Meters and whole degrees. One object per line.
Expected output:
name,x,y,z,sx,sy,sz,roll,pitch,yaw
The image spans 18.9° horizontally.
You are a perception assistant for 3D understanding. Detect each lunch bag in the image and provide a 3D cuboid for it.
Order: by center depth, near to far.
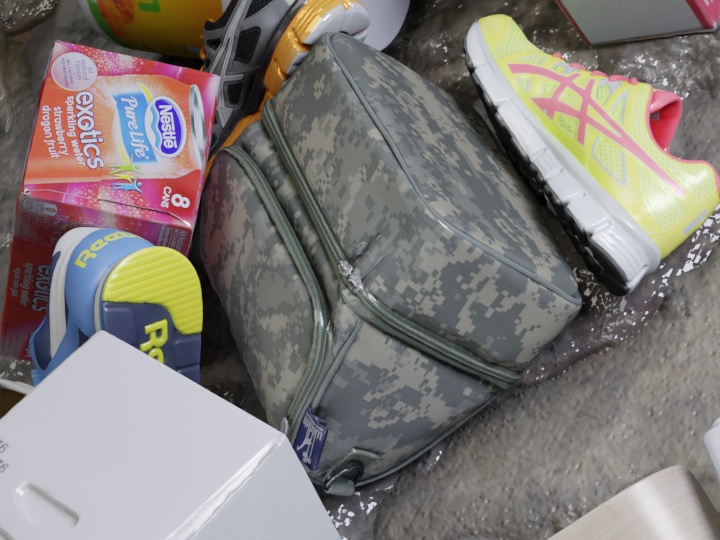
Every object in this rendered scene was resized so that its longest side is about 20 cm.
lunch bag,0.000,0.000,1.148,0.168,0.139,0.200,-49,43,20

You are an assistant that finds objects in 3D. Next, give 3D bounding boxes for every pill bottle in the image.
pill bottle,-0.071,-0.181,1.324,0.200,0.111,0.111,12,68,38

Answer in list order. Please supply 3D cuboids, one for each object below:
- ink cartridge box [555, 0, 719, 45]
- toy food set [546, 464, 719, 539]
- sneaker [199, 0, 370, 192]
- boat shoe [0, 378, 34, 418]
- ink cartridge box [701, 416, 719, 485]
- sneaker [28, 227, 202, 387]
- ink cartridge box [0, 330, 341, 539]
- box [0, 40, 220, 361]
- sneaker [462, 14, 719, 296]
ink cartridge box,0.149,-0.249,1.200,0.083,0.145,0.201,-5,58,32
toy food set,0.102,0.200,0.980,0.200,0.060,0.144,-35,73,11
sneaker,-0.061,-0.112,1.245,0.077,0.078,0.200,51,138,14
boat shoe,-0.150,0.113,1.208,0.200,0.070,0.071,30,81,39
ink cartridge box,0.253,0.129,0.918,0.146,0.086,0.200,-30,47,14
sneaker,-0.128,0.067,1.121,0.082,0.074,0.201,30,122,41
ink cartridge box,-0.094,0.162,1.031,0.147,0.200,0.145,24,60,42
box,-0.143,-0.027,1.207,0.095,0.200,0.100,12,61,-7
sneaker,0.125,-0.076,1.156,0.090,0.078,0.200,-33,53,1
